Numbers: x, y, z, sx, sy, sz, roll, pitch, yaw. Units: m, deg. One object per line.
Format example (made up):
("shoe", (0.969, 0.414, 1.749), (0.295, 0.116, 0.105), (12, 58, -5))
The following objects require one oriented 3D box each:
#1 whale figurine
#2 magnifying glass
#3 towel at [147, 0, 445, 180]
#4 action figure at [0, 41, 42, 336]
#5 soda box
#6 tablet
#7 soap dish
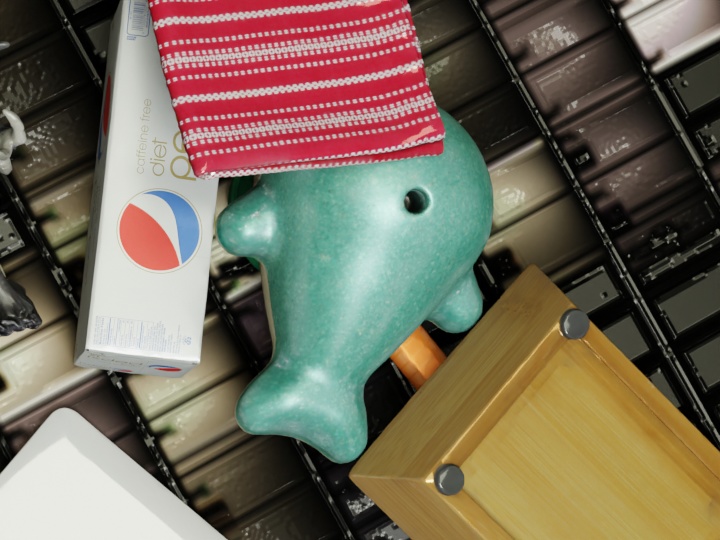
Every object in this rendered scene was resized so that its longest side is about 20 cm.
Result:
("whale figurine", (0.000, 0.000, 1.578), (0.159, 0.104, 0.200), (22, 80, -20))
("magnifying glass", (0.003, 0.012, 1.646), (0.080, 0.022, 0.200), (-39, 88, -15))
("towel", (-0.042, -0.147, 1.538), (0.145, 0.022, 0.200), (-7, 71, -22))
("action figure", (-0.230, -0.056, 1.566), (0.119, 0.102, 0.200), (-16, 86, -2))
("soda box", (-0.112, -0.046, 1.604), (0.064, 0.068, 0.200), (8, 80, -10))
("tablet", (-0.125, 0.183, 1.593), (0.200, 0.014, 0.130), (41, 75, -3))
("soap dish", (0.117, 0.120, 1.604), (0.200, 0.081, 0.157), (45, 76, -12))
